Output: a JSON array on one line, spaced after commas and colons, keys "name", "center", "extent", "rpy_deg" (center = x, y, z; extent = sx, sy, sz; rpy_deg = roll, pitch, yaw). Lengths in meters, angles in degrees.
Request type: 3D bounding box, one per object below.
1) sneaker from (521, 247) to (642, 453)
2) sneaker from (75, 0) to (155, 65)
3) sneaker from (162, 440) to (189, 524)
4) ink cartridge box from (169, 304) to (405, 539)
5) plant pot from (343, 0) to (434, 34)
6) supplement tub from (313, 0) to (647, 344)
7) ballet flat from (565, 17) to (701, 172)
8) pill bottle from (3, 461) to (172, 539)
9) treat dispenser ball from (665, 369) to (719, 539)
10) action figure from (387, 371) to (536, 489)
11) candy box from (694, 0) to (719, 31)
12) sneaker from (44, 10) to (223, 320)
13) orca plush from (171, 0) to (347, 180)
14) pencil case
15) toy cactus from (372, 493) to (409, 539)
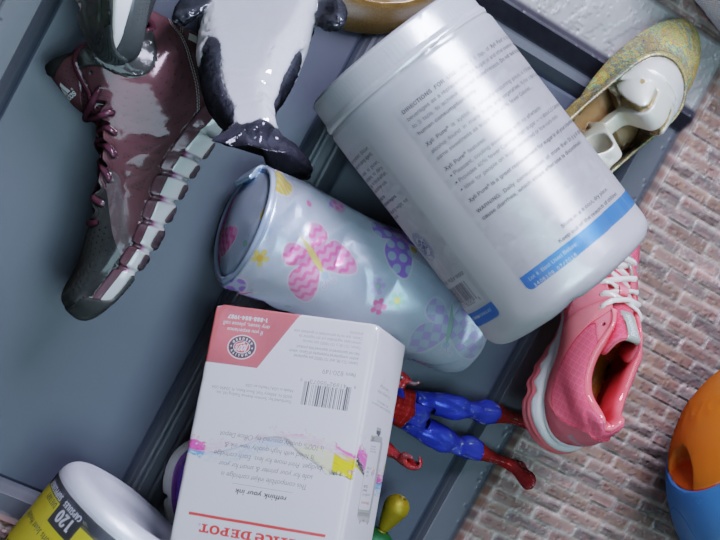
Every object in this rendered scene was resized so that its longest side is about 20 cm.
[{"name": "sneaker", "center": [0.177, 0.032, 1.135], "extent": [0.073, 0.087, 0.201], "rpy_deg": [15, 78, -24]}, {"name": "sneaker", "center": [-0.112, -0.218, 0.971], "extent": [0.084, 0.074, 0.201], "rpy_deg": [16, 84, -29]}, {"name": "sneaker", "center": [-0.081, 0.208, 1.111], "extent": [0.080, 0.083, 0.201], "rpy_deg": [-16, 108, -15]}, {"name": "ink cartridge box", "center": [-0.049, 0.132, 1.031], "extent": [0.116, 0.067, 0.201], "rpy_deg": [7, 78, 19]}, {"name": "plant pot", "center": [0.017, -0.255, 1.049], "extent": [0.199, 0.027, 0.201], "rpy_deg": [-5, 106, -18]}, {"name": "supplement tub", "center": [0.078, -0.066, 1.032], "extent": [0.132, 0.132, 0.200], "rpy_deg": [-37, 91, -7]}, {"name": "ballet flat", "center": [0.177, -0.101, 1.128], "extent": [0.200, 0.071, 0.071], "rpy_deg": [-40, 114, -6]}, {"name": "pill bottle", "center": [-0.211, 0.234, 1.056], "extent": [0.112, 0.112, 0.200], "rpy_deg": [40, 89, -25]}, {"name": "treat dispenser ball", "center": [0.326, 0.155, 1.179], "extent": [0.200, 0.201, 0.202], "rpy_deg": [-5, 107, -18]}, {"name": "action figure", "center": [0.055, 0.109, 1.129], "extent": [0.199, 0.099, 0.066], "rpy_deg": [20, 96, -21]}, {"name": "candy box", "center": [0.332, -0.224, 1.146], "extent": [0.200, 0.072, 0.168], "rpy_deg": [42, 88, -24]}, {"name": "sneaker", "center": [-0.164, -0.077, 1.015], "extent": [0.115, 0.076, 0.201], "rpy_deg": [33, 82, -19]}, {"name": "orca plush", "center": [-0.054, -0.119, 0.974], "extent": [0.105, 0.201, 0.071], "rpy_deg": [-11, 137, -8]}, {"name": "pencil case", "center": [0.000, 0.000, 1.083], "extent": [0.199, 0.083, 0.091], "rpy_deg": [21, 85, -24]}, {"name": "toy cactus", "center": [0.014, 0.240, 1.139], "extent": [0.102, 0.201, 0.165], "rpy_deg": [-22, 149, 20]}]
